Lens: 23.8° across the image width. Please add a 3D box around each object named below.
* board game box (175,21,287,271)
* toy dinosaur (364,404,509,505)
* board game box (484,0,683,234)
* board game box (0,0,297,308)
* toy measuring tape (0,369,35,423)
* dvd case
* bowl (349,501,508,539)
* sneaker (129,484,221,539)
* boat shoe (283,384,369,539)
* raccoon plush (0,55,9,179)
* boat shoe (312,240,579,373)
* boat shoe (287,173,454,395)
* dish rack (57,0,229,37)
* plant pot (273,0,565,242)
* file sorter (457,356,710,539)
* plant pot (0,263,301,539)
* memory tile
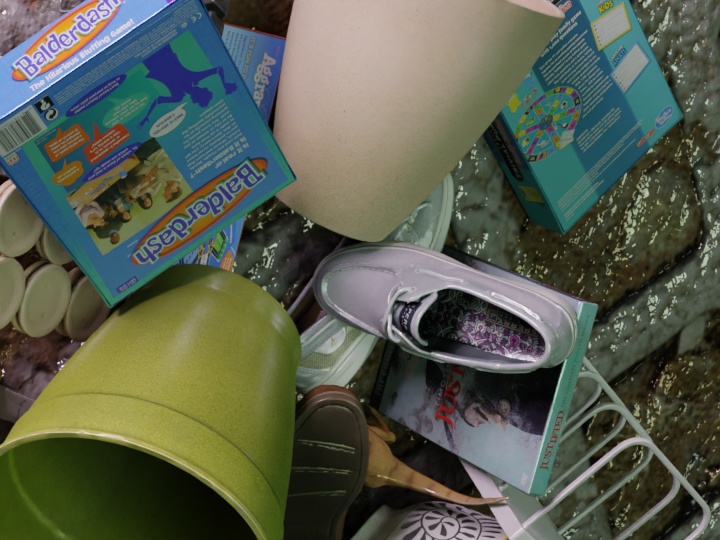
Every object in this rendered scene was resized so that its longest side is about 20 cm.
[{"bbox_3d":[-0.120,-0.077,1.204,0.102,0.019,0.202,10,98,-35],"label":"board game box"},{"bbox_3d":[0.014,0.149,1.300,0.199,0.106,0.061,22,97,6],"label":"toy dinosaur"},{"bbox_3d":[0.159,-0.155,1.358,0.151,0.047,0.201,-43,124,-17],"label":"board game box"},{"bbox_3d":[-0.138,-0.080,1.043,0.152,0.045,0.200,-34,145,-5],"label":"board game box"},{"bbox_3d":[-0.246,0.087,1.136,0.199,0.073,0.074,32,85,-37],"label":"toy measuring tape"},{"bbox_3d":[0.087,0.067,1.280,0.022,0.200,0.147,10,99,-36],"label":"dvd case"},{"bbox_3d":[0.025,0.248,1.338,0.094,0.201,0.201,39,79,9],"label":"bowl"},{"bbox_3d":[-0.173,0.222,1.221,0.198,0.076,0.115,-17,134,-15],"label":"sneaker"},{"bbox_3d":[-0.039,0.155,1.245,0.071,0.068,0.201,8,123,-9],"label":"boat shoe"},{"bbox_3d":[-0.309,-0.087,1.053,0.199,0.097,0.134,-21,145,10],"label":"raccoon plush"},{"bbox_3d":[0.051,0.026,1.191,0.071,0.199,0.071,-20,121,-66],"label":"boat shoe"},{"bbox_3d":[-0.001,0.000,1.280,0.065,0.074,0.203,33,93,-36],"label":"boat shoe"},{"bbox_3d":[-0.146,-0.202,1.060,0.200,0.054,0.155,44,48,-52],"label":"dish rack"},{"bbox_3d":[0.016,-0.130,1.203,0.186,0.187,0.201,14,110,-37],"label":"plant pot"},{"bbox_3d":[0.159,0.145,1.337,0.124,0.200,0.139,-41,126,5],"label":"file sorter"},{"bbox_3d":[-0.124,0.105,1.131,0.201,0.199,0.194,59,34,-32],"label":"plant pot"},{"bbox_3d":[-0.188,-0.053,1.106,0.153,0.017,0.202,9,98,-63],"label":"memory tile"}]
